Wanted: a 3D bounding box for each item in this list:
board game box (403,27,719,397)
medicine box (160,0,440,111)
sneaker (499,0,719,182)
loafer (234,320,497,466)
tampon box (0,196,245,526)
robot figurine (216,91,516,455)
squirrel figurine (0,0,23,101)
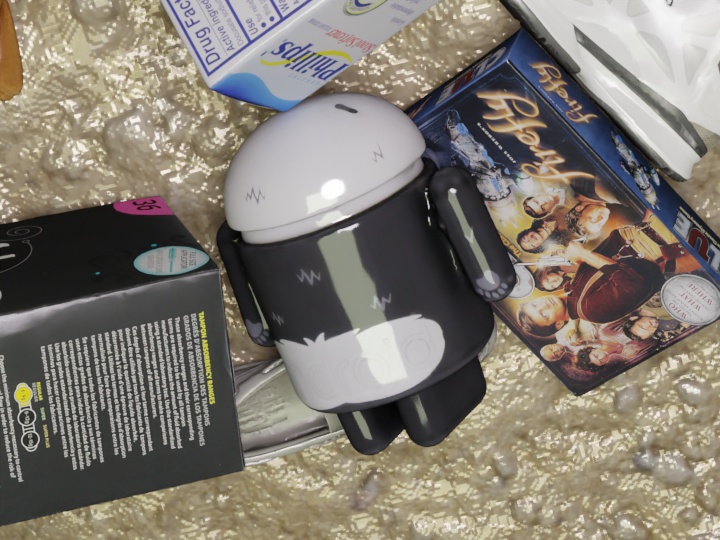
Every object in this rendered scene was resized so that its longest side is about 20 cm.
[{"bbox_3d":[0.110,-0.029,1.531,0.200,0.035,0.135,45,132,-14],"label":"board game box"},{"bbox_3d":[-0.027,-0.217,1.408,0.200,0.103,0.183,-34,74,17],"label":"medicine box"},{"bbox_3d":[0.152,-0.157,1.493,0.115,0.076,0.200,-44,105,5],"label":"sneaker"},{"bbox_3d":[-0.012,0.070,1.586,0.199,0.070,0.070,-24,110,13],"label":"loafer"},{"bbox_3d":[-0.183,0.051,1.511,0.199,0.150,0.127,-12,111,-15],"label":"tampon box"},{"bbox_3d":[0.002,-0.001,1.487,0.149,0.125,0.201,-23,104,-1],"label":"robot figurine"},{"bbox_3d":[-0.271,-0.140,1.449,0.141,0.187,0.201,2,113,3],"label":"squirrel figurine"}]
